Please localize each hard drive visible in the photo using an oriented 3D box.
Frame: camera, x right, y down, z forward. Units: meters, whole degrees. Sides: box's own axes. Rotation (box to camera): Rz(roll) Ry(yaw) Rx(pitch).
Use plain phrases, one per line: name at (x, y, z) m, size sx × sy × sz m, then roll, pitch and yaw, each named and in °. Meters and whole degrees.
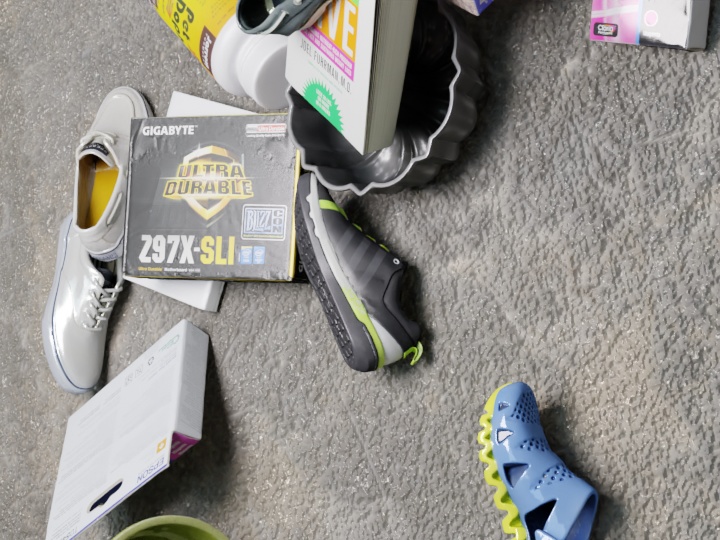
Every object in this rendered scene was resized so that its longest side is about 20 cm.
hard drive at (-0.169, -0.072, 1.562) m, size 0.131 × 0.026 × 0.202 m, roll 19°, pitch 93°, yaw 40°

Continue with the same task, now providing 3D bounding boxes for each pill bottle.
pill bottle at (-0.122, -0.245, 1.501) m, size 0.110 × 0.109 × 0.200 m, roll -54°, pitch 53°, yaw 18°

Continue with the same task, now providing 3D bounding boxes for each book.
book at (-0.011, -0.218, 1.292) m, size 0.134 × 0.048 × 0.201 m, roll 45°, pitch 143°, yaw 37°

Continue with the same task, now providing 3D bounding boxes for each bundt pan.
bundt pan at (0.029, -0.162, 1.382) m, size 0.200 × 0.075 × 0.204 m, roll -8°, pitch 78°, yaw 38°

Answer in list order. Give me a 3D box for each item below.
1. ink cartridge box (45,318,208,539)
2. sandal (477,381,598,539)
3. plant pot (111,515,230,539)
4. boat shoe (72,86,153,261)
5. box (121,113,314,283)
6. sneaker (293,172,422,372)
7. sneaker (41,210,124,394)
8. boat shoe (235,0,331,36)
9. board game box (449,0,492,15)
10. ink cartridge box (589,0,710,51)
ink cartridge box at (-0.228, 0.174, 1.501) m, size 0.196 × 0.043 × 0.201 m, roll -38°, pitch 32°, yaw 28°
sandal at (0.153, 0.185, 1.222) m, size 0.086 × 0.079 × 0.202 m, roll -20°, pitch 77°, yaw 31°
plant pot at (-0.227, 0.332, 1.445) m, size 0.183 × 0.199 × 0.203 m, roll -10°, pitch 75°, yaw 49°
boat shoe at (-0.263, -0.113, 1.591) m, size 0.070 × 0.070 × 0.202 m, roll -1°, pitch 63°, yaw 18°
box at (-0.136, -0.070, 1.491) m, size 0.198 × 0.049 × 0.162 m, roll 2°, pitch 88°, yaw 27°
sneaker at (0.000, 0.000, 1.385) m, size 0.072 × 0.082 × 0.202 m, roll 110°, pitch 141°, yaw -67°
sneaker at (-0.286, 0.027, 1.608) m, size 0.070 × 0.073 × 0.202 m, roll -12°, pitch 73°, yaw 44°
boat shoe at (-0.050, -0.246, 1.230) m, size 0.073 × 0.061 × 0.200 m, roll 65°, pitch 154°, yaw 10°
board game box at (0.110, -0.343, 1.247) m, size 0.200 × 0.160 × 0.097 m, roll -45°, pitch 52°, yaw -12°
ink cartridge box at (0.239, -0.281, 1.229) m, size 0.094 × 0.037 × 0.202 m, roll 13°, pitch 103°, yaw 41°
